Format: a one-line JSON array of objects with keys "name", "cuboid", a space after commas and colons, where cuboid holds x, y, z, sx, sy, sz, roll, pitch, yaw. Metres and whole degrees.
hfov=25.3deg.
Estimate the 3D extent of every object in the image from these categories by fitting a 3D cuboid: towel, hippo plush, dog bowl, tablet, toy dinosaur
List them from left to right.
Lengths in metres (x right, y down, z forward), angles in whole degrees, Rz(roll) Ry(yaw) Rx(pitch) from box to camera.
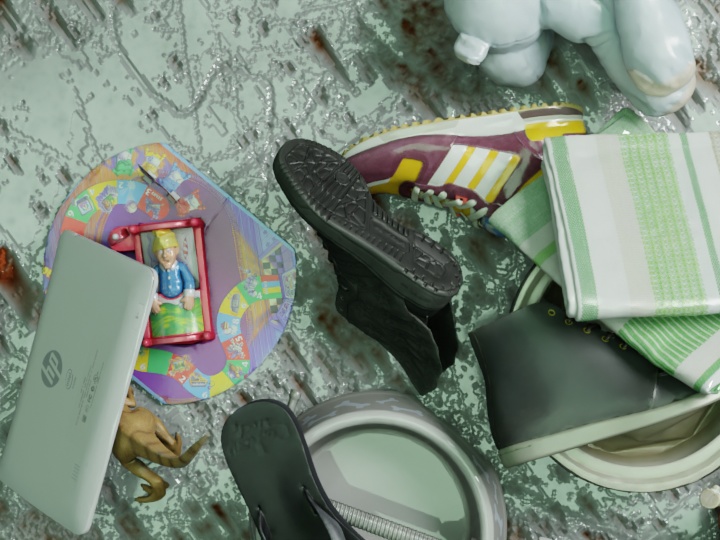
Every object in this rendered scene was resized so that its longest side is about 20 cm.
[{"name": "tablet", "cuboid": [-0.214, 0.080, 1.189, 0.130, 0.014, 0.202, 21, 97, 46]}, {"name": "toy dinosaur", "cuboid": [-0.163, 0.125, 1.175, 0.060, 0.107, 0.199, -45, 46, -14]}, {"name": "dog bowl", "cuboid": [0.011, 0.190, 1.186, 0.198, 0.059, 0.203, 0, 88, 2]}, {"name": "hippo plush", "cuboid": [0.145, -0.179, 1.147, 0.159, 0.200, 0.161, -16, 66, 10]}, {"name": "dog bowl", "cuboid": [0.204, 0.060, 1.190, 0.198, 0.074, 0.203, 0, 90, 3]}, {"name": "towel", "cuboid": [0.212, -0.016, 1.125, 0.152, 0.023, 0.200, -37, 67, -24]}, {"name": "towel", "cuboid": [0.229, -0.031, 1.111, 0.197, 0.031, 0.151, -1, 59, -6]}]

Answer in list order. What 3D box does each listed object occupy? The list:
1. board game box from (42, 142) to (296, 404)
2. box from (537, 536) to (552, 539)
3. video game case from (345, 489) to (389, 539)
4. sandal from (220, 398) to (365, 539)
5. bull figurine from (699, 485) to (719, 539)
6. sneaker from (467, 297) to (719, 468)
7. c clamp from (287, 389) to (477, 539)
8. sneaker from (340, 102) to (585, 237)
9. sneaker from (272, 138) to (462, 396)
[{"name": "board game box", "cuboid": [-0.150, 0.004, 1.221, 0.199, 0.039, 0.158, 39, 91, 3]}, {"name": "box", "cuboid": [0.181, 0.298, 1.168, 0.143, 0.036, 0.202, 8, 111, 1]}, {"name": "video game case", "cuboid": [0.019, 0.289, 1.222, 0.143, 0.019, 0.200, -45, 87, 1]}, {"name": "sandal", "cuboid": [-0.040, 0.187, 1.116, 0.076, 0.043, 0.201, -32, 88, 7]}, {"name": "bull figurine", "cuboid": [0.307, 0.162, 1.172, 0.065, 0.121, 0.201, 33, 83, 30]}, {"name": "sneaker", "cuboid": [0.178, 0.058, 1.118, 0.198, 0.075, 0.107, -18, 83, -1]}, {"name": "c clamp", "cuboid": [0.005, 0.205, 1.143, 0.198, 0.027, 0.172, 25, 90, 4]}, {"name": "sneaker", "cuboid": [0.077, -0.066, 1.196, 0.198, 0.075, 0.091, -11, 83, 3]}, {"name": "sneaker", "cuboid": [0.001, -0.002, 1.188, 0.199, 0.104, 0.060, 39, 51, 1]}]
